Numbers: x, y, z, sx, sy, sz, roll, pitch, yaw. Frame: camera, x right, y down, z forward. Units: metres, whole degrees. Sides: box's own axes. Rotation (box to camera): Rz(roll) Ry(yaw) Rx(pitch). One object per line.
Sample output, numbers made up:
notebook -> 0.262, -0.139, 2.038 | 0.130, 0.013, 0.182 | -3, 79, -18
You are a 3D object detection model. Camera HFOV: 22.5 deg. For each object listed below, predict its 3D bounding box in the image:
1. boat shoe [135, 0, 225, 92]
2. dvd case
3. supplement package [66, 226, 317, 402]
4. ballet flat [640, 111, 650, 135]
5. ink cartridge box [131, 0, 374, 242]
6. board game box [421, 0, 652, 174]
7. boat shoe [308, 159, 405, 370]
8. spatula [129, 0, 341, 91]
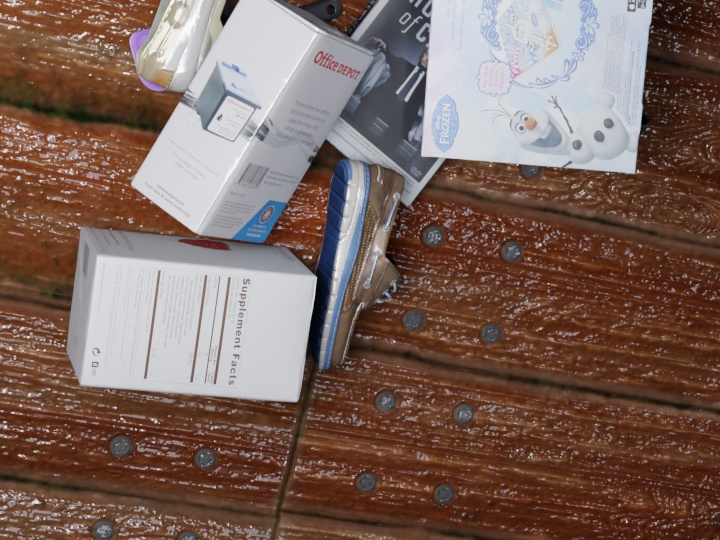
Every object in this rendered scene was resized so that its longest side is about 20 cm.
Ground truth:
boat shoe -> -0.146, -0.255, 1.576 | 0.068, 0.075, 0.202 | 11, 86, -13
dvd case -> 0.050, -0.182, 1.685 | 0.150, 0.025, 0.201 | 38, 92, -21
supplement package -> -0.154, 0.038, 1.628 | 0.198, 0.121, 0.121 | 6, 101, -17
ballet flat -> 0.214, -0.204, 1.700 | 0.201, 0.068, 0.068 | 56, 41, -24
ink cartridge box -> -0.090, -0.131, 1.576 | 0.086, 0.146, 0.201 | 33, 99, 18
board game box -> 0.160, -0.197, 1.644 | 0.197, 0.043, 0.202 | 5, 103, 3
boat shoe -> 0.000, 0.000, 1.682 | 0.072, 0.072, 0.202 | 6, 109, -17
spatula -> -0.109, -0.211, 1.634 | 0.198, 0.021, 0.057 | -17, 103, -12
